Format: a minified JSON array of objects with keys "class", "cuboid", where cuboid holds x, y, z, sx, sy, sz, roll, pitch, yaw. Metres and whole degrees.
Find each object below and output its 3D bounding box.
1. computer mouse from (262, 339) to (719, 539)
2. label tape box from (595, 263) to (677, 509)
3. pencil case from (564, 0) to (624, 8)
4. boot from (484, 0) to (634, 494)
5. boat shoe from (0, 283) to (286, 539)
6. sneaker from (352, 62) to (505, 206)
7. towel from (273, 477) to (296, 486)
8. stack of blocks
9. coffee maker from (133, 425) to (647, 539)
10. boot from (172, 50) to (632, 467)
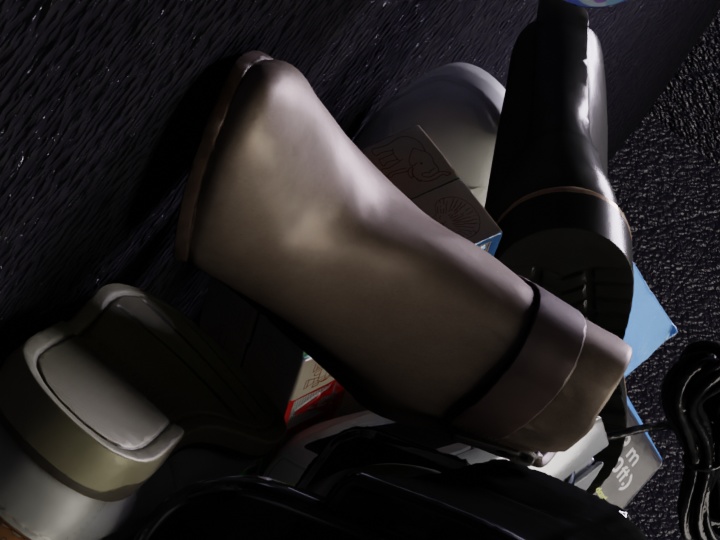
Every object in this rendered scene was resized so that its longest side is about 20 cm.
[{"class":"computer mouse","cuboid":[0.060,0.084,1.054,0.200,0.044,0.110,-10,140,-12]},{"class":"label tape box","cuboid":[0.075,0.063,1.276,0.200,0.066,0.143,-46,129,-13]},{"class":"pencil case","cuboid":[0.081,-0.141,0.921,0.087,0.078,0.200,-25,176,2]},{"class":"boot","cuboid":[0.075,0.002,1.120,0.200,0.077,0.138,106,-10,-47]},{"class":"boat shoe","cuboid":[-0.083,0.054,0.844,0.068,0.075,0.200,-48,169,11]},{"class":"sneaker","cuboid":[0.000,0.000,1.170,0.200,0.073,0.085,-54,178,32]},{"class":"towel","cuboid":[-0.066,0.166,1.033,0.148,0.036,0.200,-54,168,-25]},{"class":"stack of blocks","cuboid":[-0.027,0.041,1.065,0.115,0.059,0.200,-25,155,-27]},{"class":"coffee maker","cuboid":[0.035,0.117,0.849,0.200,0.192,0.135,1,84,-78]},{"class":"boot","cuboid":[0.018,0.004,0.874,0.070,0.146,0.200,-61,175,-11]}]
